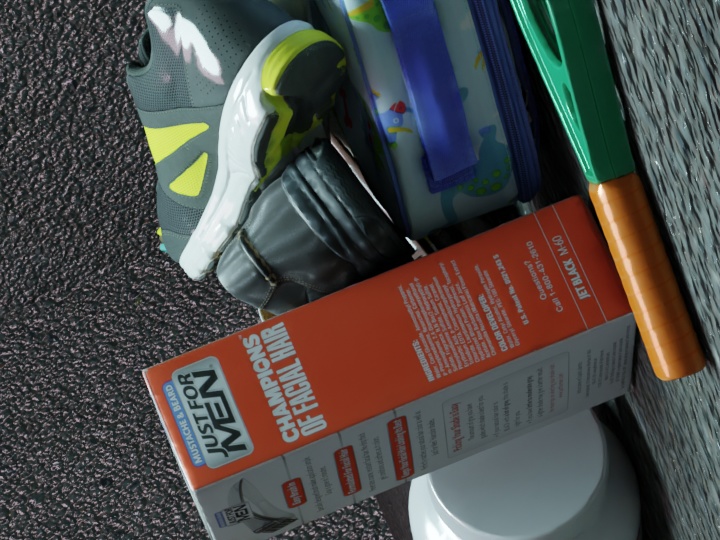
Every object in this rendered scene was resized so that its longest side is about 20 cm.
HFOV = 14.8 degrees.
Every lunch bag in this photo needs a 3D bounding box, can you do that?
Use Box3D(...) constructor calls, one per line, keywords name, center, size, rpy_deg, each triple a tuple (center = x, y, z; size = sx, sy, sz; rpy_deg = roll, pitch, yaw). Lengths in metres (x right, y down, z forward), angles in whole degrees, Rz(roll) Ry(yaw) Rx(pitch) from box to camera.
Box3D(name="lunch bag", center=(0.013, -0.123, 1.199), size=(0.161, 0.082, 0.200), rpy_deg=(-115, 6, -56))

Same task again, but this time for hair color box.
Box3D(name="hair color box", center=(0.015, 0.047, 1.196), size=(0.111, 0.200, 0.064), rpy_deg=(81, 165, -69))

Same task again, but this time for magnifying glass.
Box3D(name="magnifying glass", center=(0.087, -0.055, 1.032), size=(0.080, 0.022, 0.200), rpy_deg=(-140, 31, -81))

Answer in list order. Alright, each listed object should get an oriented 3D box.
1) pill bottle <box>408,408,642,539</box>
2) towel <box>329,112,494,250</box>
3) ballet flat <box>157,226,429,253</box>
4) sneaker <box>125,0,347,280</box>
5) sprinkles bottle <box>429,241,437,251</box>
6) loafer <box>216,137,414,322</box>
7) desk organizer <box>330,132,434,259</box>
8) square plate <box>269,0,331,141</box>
Box3D(name="pill bottle", center=(0.082, 0.130, 1.356), size=(0.200, 0.112, 0.112), rpy_deg=(76, 172, -61))
Box3D(name="towel", center=(0.006, -0.088, 1.458), size=(0.200, 0.035, 0.193), rpy_deg=(46, -170, -42))
Box3D(name="ballet flat", center=(-0.034, -0.022, 1.547), size=(0.200, 0.067, 0.067), rpy_deg=(15, 89, 47))
Box3D(name="sneaker", center=(-0.061, -0.069, 1.204), size=(0.085, 0.074, 0.200), rpy_deg=(44, 152, 10))
Box3D(name="sprinkles bottle", center=(0.058, 0.036, 1.511), size=(0.200, 0.068, 0.068), rpy_deg=(-117, 7, -58))
Box3D(name="loafer", center=(-0.016, 0.000, 1.235), size=(0.073, 0.072, 0.200), rpy_deg=(55, -179, 20))
Box3D(name="desk organizer", center=(0.000, 0.000, 1.399), size=(0.200, 0.072, 0.077), rpy_deg=(51, -178, 26))
Box3D(name="square plate", center=(-0.067, -0.129, 1.292), size=(0.198, 0.028, 0.200), rpy_deg=(84, 160, -55))
